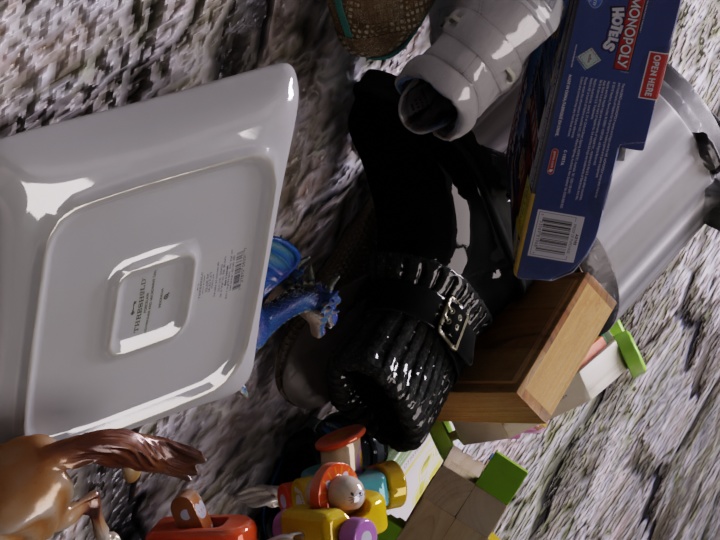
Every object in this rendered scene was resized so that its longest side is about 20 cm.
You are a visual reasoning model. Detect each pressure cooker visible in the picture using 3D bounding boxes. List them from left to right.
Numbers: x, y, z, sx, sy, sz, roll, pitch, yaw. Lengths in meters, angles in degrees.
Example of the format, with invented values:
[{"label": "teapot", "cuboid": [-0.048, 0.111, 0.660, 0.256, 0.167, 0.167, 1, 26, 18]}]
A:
[{"label": "pressure cooker", "cuboid": [0.157, -0.066, 1.644, 0.200, 0.176, 0.178, -46, -162, -26]}]

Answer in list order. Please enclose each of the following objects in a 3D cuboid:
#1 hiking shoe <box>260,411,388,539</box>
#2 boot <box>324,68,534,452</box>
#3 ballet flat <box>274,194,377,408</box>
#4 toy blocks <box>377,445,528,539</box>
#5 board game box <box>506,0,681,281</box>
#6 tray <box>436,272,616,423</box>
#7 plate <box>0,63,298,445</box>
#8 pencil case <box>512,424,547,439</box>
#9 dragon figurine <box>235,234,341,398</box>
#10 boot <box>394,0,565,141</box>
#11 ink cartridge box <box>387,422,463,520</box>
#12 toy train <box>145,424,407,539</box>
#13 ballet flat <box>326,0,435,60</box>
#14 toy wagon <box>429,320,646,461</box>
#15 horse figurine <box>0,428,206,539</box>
[{"label": "hiking shoe", "cuboid": [-0.046, 0.192, 1.612, 0.087, 0.074, 0.201, 3, 100, -61]}, {"label": "boot", "cuboid": [0.022, -0.003, 1.473, 0.158, 0.079, 0.211, -50, 128, -22]}, {"label": "ballet flat", "cuboid": [0.000, 0.000, 1.540, 0.067, 0.046, 0.200, 42, 71, -40]}, {"label": "toy blocks", "cuboid": [0.044, 0.194, 1.593, 0.200, 0.100, 0.137, -58, 176, 8]}, {"label": "board game box", "cuboid": [0.135, -0.126, 1.426, 0.200, 0.061, 0.201, -86, -174, -58]}, {"label": "tray", "cuboid": [0.071, 0.051, 1.588, 0.037, 0.200, 0.099, 45, 63, -27]}, {"label": "plate", "cuboid": [-0.111, 0.009, 1.167, 0.200, 0.032, 0.200, -20, 132, -40]}, {"label": "pencil case", "cuboid": [0.137, 0.033, 1.891, 0.086, 0.083, 0.201, -24, 135, -65]}, {"label": "dragon figurine", "cuboid": [-0.073, 0.003, 1.309, 0.100, 0.059, 0.200, -63, 151, -15]}, {"label": "boot", "cuboid": [0.052, -0.121, 1.382, 0.096, 0.074, 0.200, -48, -179, -8]}, {"label": "ink cartridge box", "cuboid": [0.028, 0.169, 1.808, 0.146, 0.048, 0.200, -51, 153, -41]}, {"label": "toy train", "cuboid": [-0.053, 0.136, 1.453, 0.200, 0.150, 0.056, -32, 118, -71]}, {"label": "ballet flat", "cuboid": [0.040, -0.213, 1.374, 0.065, 0.070, 0.200, 54, 54, -42]}, {"label": "toy wagon", "cuboid": [0.118, 0.073, 1.703, 0.200, 0.155, 0.040, -103, 167, -78]}, {"label": "horse figurine", "cuboid": [-0.173, 0.132, 1.148, 0.200, 0.050, 0.133, -41, 154, 7]}]
